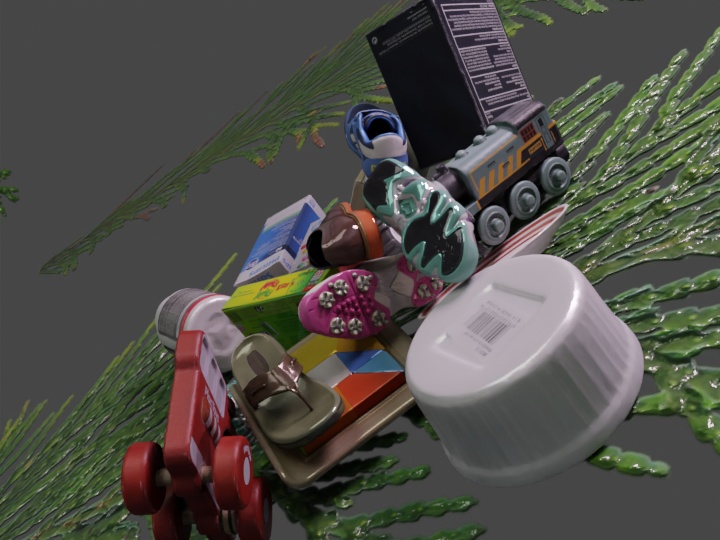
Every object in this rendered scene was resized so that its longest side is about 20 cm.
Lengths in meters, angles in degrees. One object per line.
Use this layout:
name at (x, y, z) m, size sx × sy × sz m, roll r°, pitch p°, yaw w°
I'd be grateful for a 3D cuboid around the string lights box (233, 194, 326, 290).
string lights box at (-0.128, -0.033, 1.350) m, size 0.102 × 0.059 × 0.201 m, roll -26°, pitch 27°, yaw 28°

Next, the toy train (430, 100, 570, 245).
toy train at (0.166, -0.114, 0.978) m, size 0.199 × 0.115 × 0.085 m, roll -37°, pitch 20°, yaw -18°

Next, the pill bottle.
pill bottle at (-0.245, 0.085, 1.242) m, size 0.111 × 0.111 × 0.199 m, roll -47°, pitch 25°, yaw -19°

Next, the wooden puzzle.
wooden puzzle at (-0.030, 0.117, 0.872) m, size 0.199 × 0.037 × 0.185 m, roll -31°, pitch 36°, yaw -12°

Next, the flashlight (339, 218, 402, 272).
flashlight at (0.000, 0.000, 1.046) m, size 0.067 × 0.068 × 0.200 m, roll -22°, pitch -16°, yaw -47°

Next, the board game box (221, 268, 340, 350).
board game box at (-0.082, 0.058, 1.064) m, size 0.199 × 0.102 × 0.048 m, roll -13°, pitch 34°, yaw 45°

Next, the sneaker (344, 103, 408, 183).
sneaker at (0.023, -0.185, 1.092) m, size 0.073 × 0.083 × 0.201 m, roll -11°, pitch 37°, yaw -8°

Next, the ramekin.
ramekin at (0.135, 0.078, 0.717) m, size 0.199 × 0.098 × 0.201 m, roll -31°, pitch 24°, yaw 16°

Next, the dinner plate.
dinner plate at (0.146, -0.003, 0.879) m, size 0.199 × 0.024 × 0.200 m, roll -37°, pitch 1°, yaw 1°

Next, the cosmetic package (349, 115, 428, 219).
cosmetic package at (0.047, -0.128, 1.176) m, size 0.201 × 0.072 × 0.104 m, roll -63°, pitch -11°, yaw -50°

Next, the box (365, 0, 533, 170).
box at (0.133, -0.265, 1.136) m, size 0.122 × 0.200 × 0.199 m, roll -22°, pitch 3°, yaw 36°

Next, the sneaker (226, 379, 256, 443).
sneaker at (-0.127, 0.154, 1.004) m, size 0.198 × 0.078 × 0.092 m, roll -19°, pitch 25°, yaw 20°

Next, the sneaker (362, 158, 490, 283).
sneaker at (0.096, -0.036, 0.860) m, size 0.078 × 0.139 × 0.201 m, roll -49°, pitch 39°, yaw 15°

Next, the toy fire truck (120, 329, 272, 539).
toy fire truck at (-0.153, 0.179, 0.823) m, size 0.111 × 0.201 × 0.169 m, roll -5°, pitch 49°, yaw 6°

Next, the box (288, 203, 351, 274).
box at (-0.031, -0.031, 1.229) m, size 0.155 × 0.041 × 0.201 m, roll -24°, pitch 27°, yaw 30°

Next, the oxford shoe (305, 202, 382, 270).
oxford shoe at (-0.035, -0.037, 0.946) m, size 0.072 × 0.072 × 0.200 m, roll -18°, pitch 4°, yaw -12°

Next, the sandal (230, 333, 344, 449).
sandal at (-0.090, 0.116, 0.839) m, size 0.080 × 0.058 × 0.200 m, roll -40°, pitch 37°, yaw -15°

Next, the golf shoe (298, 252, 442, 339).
golf shoe at (0.002, 0.028, 0.905) m, size 0.199 × 0.076 × 0.091 m, roll -18°, pitch 7°, yaw -39°
